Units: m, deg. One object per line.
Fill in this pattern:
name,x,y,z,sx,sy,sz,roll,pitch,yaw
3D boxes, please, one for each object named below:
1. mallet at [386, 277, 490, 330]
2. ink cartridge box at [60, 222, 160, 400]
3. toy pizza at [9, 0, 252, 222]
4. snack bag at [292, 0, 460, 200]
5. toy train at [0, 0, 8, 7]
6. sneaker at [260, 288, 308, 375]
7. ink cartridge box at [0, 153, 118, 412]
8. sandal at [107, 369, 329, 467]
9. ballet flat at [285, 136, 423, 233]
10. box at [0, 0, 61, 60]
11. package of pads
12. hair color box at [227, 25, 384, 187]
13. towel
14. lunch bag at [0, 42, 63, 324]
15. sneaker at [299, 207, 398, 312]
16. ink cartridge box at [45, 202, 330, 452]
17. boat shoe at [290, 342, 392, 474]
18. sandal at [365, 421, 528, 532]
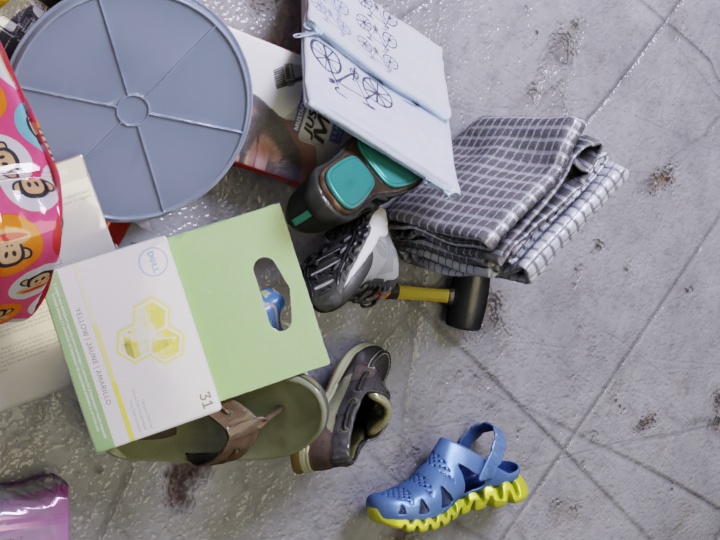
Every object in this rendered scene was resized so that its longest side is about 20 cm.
mallet,0.042,0.032,1.155,0.199,0.041,0.066,-2,101,-26
ink cartridge box,-0.215,0.036,0.990,0.200,0.050,0.163,33,80,-34
toy pizza,-0.184,-0.133,0.917,0.199,0.032,0.201,-10,121,-17
snack bag,0.017,-0.177,1.042,0.188,0.021,0.201,29,41,-32
toy train,-0.272,-0.270,0.850,0.199,0.055,0.151,-10,83,-44
sneaker,-0.070,0.096,1.045,0.077,0.076,0.200,-44,141,-15
ink cartridge box,-0.287,0.019,0.917,0.199,0.045,0.177,-20,107,-12
sandal,-0.123,0.135,0.957,0.200,0.057,0.080,-9,107,4
ballet flat,-0.007,-0.079,1.005,0.068,0.068,0.200,57,32,2
box,-0.310,-0.154,0.901,0.157,0.050,0.201,31,82,-31
package of pads,-0.306,0.275,0.957,0.120,0.076,0.201,-3,99,-28
hair color box,-0.086,-0.143,1.031,0.199,0.064,0.111,16,91,-31
towel,0.127,-0.072,1.090,0.166,0.200,0.086,-45,116,-19
lunch bag,-0.279,-0.061,0.795,0.082,0.176,0.201,-15,70,-34
sneaker,0.000,0.000,1.034,0.074,0.200,0.080,-26,99,19
ink cartridge box,-0.134,0.041,0.906,0.199,0.048,0.146,-18,93,-10
boat shoe,-0.002,0.130,1.067,0.201,0.066,0.072,-45,138,-61
sandal,0.087,0.213,1.190,0.199,0.079,0.088,-11,100,-38
